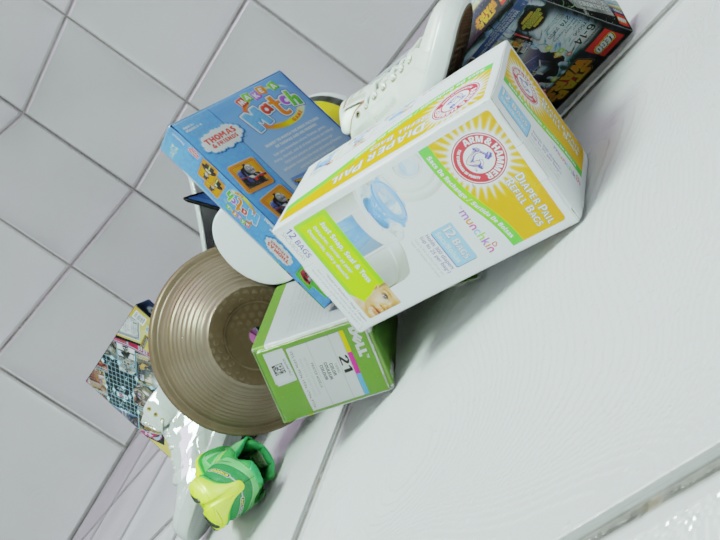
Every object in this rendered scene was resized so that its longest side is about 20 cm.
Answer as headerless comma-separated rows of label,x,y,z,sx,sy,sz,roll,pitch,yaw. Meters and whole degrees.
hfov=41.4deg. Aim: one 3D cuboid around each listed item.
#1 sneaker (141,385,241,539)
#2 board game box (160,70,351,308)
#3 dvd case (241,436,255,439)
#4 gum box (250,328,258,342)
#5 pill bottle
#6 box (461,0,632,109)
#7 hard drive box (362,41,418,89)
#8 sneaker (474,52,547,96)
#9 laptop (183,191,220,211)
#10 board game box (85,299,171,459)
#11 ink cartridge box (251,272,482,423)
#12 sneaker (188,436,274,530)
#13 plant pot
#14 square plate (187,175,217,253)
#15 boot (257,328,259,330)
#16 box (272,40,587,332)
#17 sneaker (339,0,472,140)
sneaker,-0.208,0.208,1.115,0.074,0.115,0.201,65,-143,-64
board game box,-0.053,-0.079,0.841,0.151,0.200,0.037,-38,-10,-43
dvd case,-0.086,0.126,1.201,0.200,0.016,0.149,-47,13,39
gum box,-0.157,0.102,1.237,0.200,0.113,0.066,-41,16,56
pill bottle,-0.060,-0.084,0.958,0.114,0.114,0.200,-45,9,46
box,0.120,-0.166,0.832,0.200,0.136,0.040,-48,49,41
hard drive box,0.072,-0.190,1.060,0.200,0.077,0.156,-32,-3,41
sneaker,0.093,-0.089,0.775,0.082,0.078,0.200,-49,-16,-34
laptop,-0.083,-0.115,1.089,0.103,0.176,0.201,99,-173,-64
board game box,-0.235,0.152,1.198,0.136,0.200,0.035,-52,-8,20
ink cartridge box,0.018,0.041,0.835,0.199,0.076,0.148,-18,18,10
sneaker,-0.126,0.215,0.982,0.083,0.074,0.200,-29,3,-7
plant pot,-0.111,0.068,0.964,0.201,0.201,0.093,-58,12,-14
square plate,-0.141,-0.059,1.188,0.028,0.199,0.200,-16,-8,33
boot,-0.092,-0.022,1.146,0.076,0.201,0.168,-11,23,26
box,0.052,-0.059,0.702,0.200,0.113,0.102,-28,22,30
sneaker,0.026,-0.138,0.771,0.073,0.084,0.200,-57,-8,-49
